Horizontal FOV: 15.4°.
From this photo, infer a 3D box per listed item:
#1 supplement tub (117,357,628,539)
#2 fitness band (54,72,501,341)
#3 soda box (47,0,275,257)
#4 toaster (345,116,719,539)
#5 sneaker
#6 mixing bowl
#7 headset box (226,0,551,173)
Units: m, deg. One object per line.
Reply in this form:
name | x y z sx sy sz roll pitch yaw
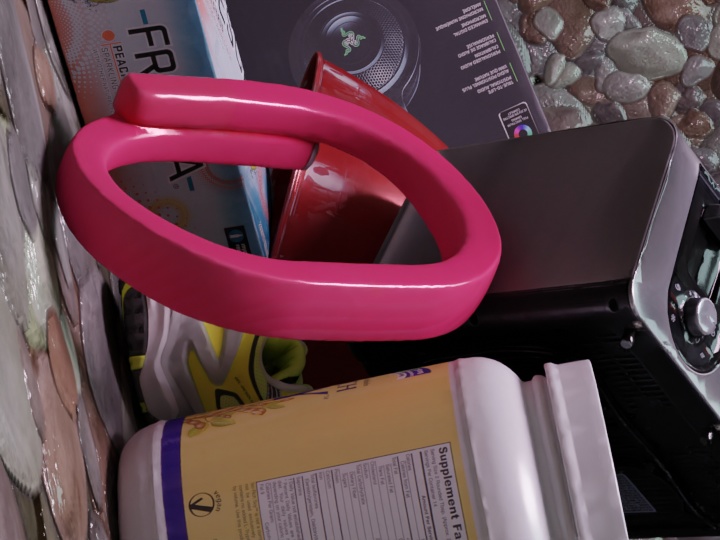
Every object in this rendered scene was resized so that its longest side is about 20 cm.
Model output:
supplement tub | 0.010 0.117 1.104 0.145 0.199 0.146 -12 90 -87
fitness band | -0.033 -0.025 1.112 0.144 0.199 0.038 54 -51 38
soda box | -0.092 -0.093 1.208 0.064 0.068 0.201 -86 166 -54
toaster | 0.106 0.038 1.227 0.181 0.199 0.119 49 51 -33
sneaker | -0.056 0.069 1.222 0.200 0.076 0.076 78 0 -56
mixing bowl | 0.000 0.000 1.347 0.200 0.108 0.201 -165 -90 -85
headset box | 0.001 -0.098 1.521 0.093 0.173 0.201 -175 -118 -79
